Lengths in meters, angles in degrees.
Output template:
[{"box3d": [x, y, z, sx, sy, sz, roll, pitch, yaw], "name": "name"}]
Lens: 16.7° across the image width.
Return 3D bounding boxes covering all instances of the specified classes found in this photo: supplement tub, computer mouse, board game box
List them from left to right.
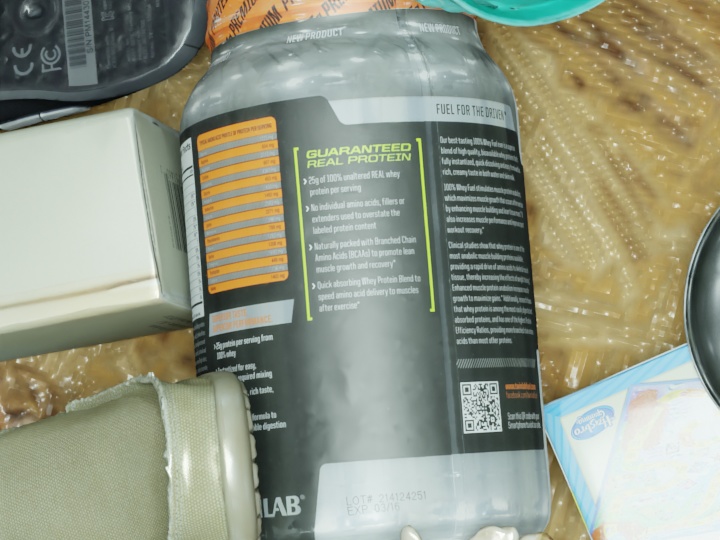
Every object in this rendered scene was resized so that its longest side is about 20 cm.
[{"box3d": [-0.150, -0.116, 0.945, 0.199, 0.046, 0.141, -14, 77, 14], "name": "computer mouse"}, {"box3d": [0.000, 0.000, 0.861, 0.122, 0.123, 0.201, -5, 84, 10], "name": "supplement tub"}, {"box3d": [0.179, 0.072, 0.865, 0.199, 0.034, 0.135, -23, 80, 8], "name": "board game box"}]

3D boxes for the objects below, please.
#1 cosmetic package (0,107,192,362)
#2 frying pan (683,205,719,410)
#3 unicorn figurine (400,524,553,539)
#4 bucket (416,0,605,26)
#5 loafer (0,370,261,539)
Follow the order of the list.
[{"box3d": [-0.159, -0.001, 0.902, 0.199, 0.104, 0.074, -12, 83, 10], "name": "cosmetic package"}, {"box3d": [0.157, 0.048, 0.842, 0.114, 0.031, 0.191, 17, 85, 13], "name": "frying pan"}, {"box3d": [0.038, 0.162, 0.837, 0.137, 0.074, 0.200, -27, 110, 26], "name": "unicorn figurine"}, {"box3d": [0.058, -0.187, 0.795, 0.206, 0.135, 0.208, 9, 70, -25], "name": "bucket"}, {"box3d": [-0.091, 0.082, 0.835, 0.068, 0.200, 0.076, -1, 75, -26], "name": "loafer"}]
